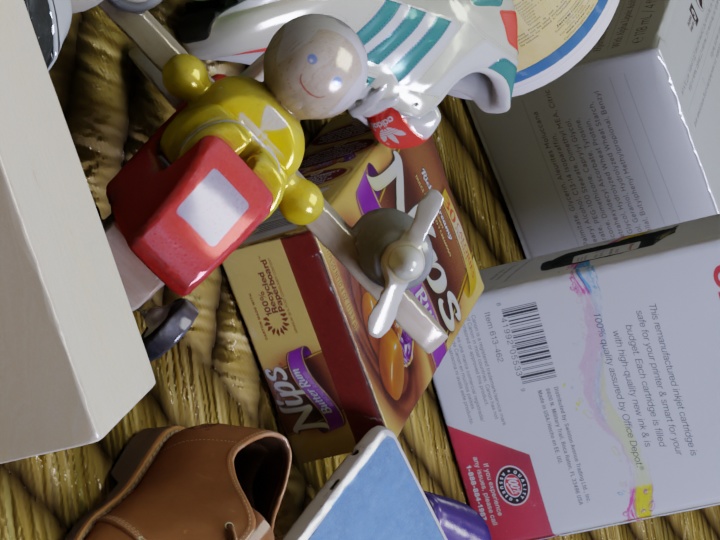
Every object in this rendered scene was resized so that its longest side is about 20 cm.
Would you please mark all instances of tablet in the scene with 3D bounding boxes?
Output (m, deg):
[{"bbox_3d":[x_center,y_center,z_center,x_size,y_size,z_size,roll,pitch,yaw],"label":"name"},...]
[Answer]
[{"bbox_3d":[0.015,0.188,1.407,0.130,0.014,0.200,-51,129,-35],"label":"tablet"}]

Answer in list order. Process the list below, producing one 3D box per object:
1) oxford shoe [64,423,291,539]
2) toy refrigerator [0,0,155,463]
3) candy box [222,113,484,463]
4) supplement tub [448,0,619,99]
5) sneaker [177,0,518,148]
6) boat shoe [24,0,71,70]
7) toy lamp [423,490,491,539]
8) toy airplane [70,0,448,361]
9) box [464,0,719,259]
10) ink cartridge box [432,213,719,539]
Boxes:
[{"bbox_3d":[-0.075,0.123,1.198,0.200,0.071,0.071,-69,142,-53],"label":"oxford shoe"},{"bbox_3d":[-0.149,-0.033,1.093,0.070,0.076,0.201,-49,122,-65],"label":"toy refrigerator"},{"bbox_3d":[0.000,0.000,1.482,0.200,0.056,0.117,-57,130,-64],"label":"candy box"},{"bbox_3d":[0.046,-0.197,1.590,0.200,0.144,0.145,47,36,-53],"label":"supplement tub"},{"bbox_3d":[0.003,-0.104,1.444,0.199,0.070,0.094,-12,95,-39],"label":"sneaker"},{"bbox_3d":[-0.166,-0.149,1.127,0.064,0.070,0.200,-75,147,-53],"label":"boat shoe"},{"bbox_3d":[0.063,0.167,1.543,0.200,0.058,0.058,49,34,-55],"label":"toy lamp"},{"bbox_3d":[-0.049,-0.062,1.270,0.200,0.141,0.200,19,40,-50],"label":"toy airplane"},{"bbox_3d":[0.174,-0.082,1.868,0.199,0.130,0.200,-65,137,-58],"label":"box"},{"bbox_3d":[0.149,0.059,1.624,0.083,0.199,0.146,-35,111,-67],"label":"ink cartridge box"}]
